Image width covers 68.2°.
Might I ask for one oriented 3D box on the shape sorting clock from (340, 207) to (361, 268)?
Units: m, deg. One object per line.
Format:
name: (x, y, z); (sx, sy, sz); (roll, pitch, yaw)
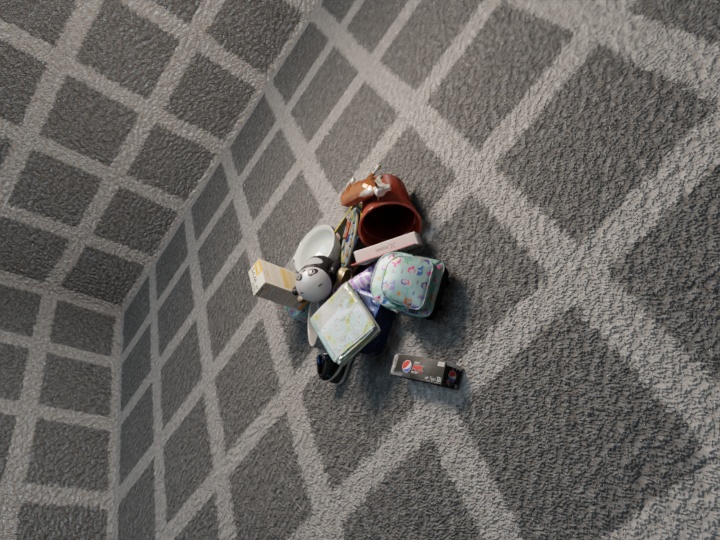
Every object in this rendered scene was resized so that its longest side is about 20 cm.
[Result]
shape sorting clock: (-0.038, -0.107, 1.743); (0.200, 0.039, 0.200); (-166, 90, -83)

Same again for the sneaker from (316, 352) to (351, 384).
sneaker: (-0.077, 0.261, 1.713); (0.073, 0.112, 0.200); (3, 73, 51)

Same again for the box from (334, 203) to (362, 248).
box: (-0.010, -0.137, 1.912); (0.160, 0.049, 0.200); (-53, 37, 14)

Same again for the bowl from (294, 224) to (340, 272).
bowl: (-0.140, -0.058, 1.935); (0.201, 0.090, 0.201); (-26, 47, 31)

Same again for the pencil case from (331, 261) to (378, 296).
pencil case: (0.002, 0.044, 1.711); (0.200, 0.084, 0.086); (-32, 39, 14)

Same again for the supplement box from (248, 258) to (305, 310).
supplement box: (-0.289, 0.053, 1.894); (0.074, 0.200, 0.126); (-48, 41, 22)

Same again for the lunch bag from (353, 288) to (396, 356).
lunch bag: (0.017, 0.168, 1.633); (0.136, 0.132, 0.200); (22, 87, 38)

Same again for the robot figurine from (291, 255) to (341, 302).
robot figurine: (-0.142, 0.022, 1.741); (0.200, 0.125, 0.151); (-68, -3, -66)

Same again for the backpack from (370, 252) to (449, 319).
backpack: (0.129, 0.037, 1.491); (0.200, 0.151, 0.178); (14, 82, 26)

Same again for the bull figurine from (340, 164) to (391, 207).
bull figurine: (0.018, -0.255, 1.633); (0.200, 0.065, 0.122); (-14, 37, 41)

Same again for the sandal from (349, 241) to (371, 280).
sandal: (0.000, 0.000, 1.787); (0.054, 0.080, 0.201); (147, 131, -67)

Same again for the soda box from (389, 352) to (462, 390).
soda box: (0.173, 0.268, 1.425); (0.200, 0.071, 0.063); (0, 71, 52)

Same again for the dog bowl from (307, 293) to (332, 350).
dog bowl: (-0.136, 0.173, 1.814); (0.200, 0.059, 0.201); (-176, 90, -73)

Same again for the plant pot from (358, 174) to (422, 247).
plant pot: (0.086, -0.197, 1.716); (0.201, 0.201, 0.196); (-41, 34, 30)

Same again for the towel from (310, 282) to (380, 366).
towel: (-0.048, 0.159, 1.571); (0.171, 0.048, 0.200); (-43, 55, 11)

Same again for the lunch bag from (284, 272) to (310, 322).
lunch bag: (-0.202, 0.092, 1.999); (0.200, 0.077, 0.160); (-58, 38, 11)

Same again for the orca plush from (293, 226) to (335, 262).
orca plush: (-0.171, -0.087, 2.069); (0.105, 0.071, 0.200); (21, 65, 37)

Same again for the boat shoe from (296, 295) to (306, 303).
boat shoe: (-0.142, 0.044, 1.871); (0.065, 0.200, 0.072); (57, 162, 10)

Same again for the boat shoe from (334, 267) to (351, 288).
boat shoe: (-0.054, 0.087, 1.822); (0.065, 0.072, 0.201); (-1, 75, 46)

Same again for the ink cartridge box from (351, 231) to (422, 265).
ink cartridge box: (0.077, -0.065, 1.601); (0.200, 0.176, 0.045); (-19, 86, 13)
